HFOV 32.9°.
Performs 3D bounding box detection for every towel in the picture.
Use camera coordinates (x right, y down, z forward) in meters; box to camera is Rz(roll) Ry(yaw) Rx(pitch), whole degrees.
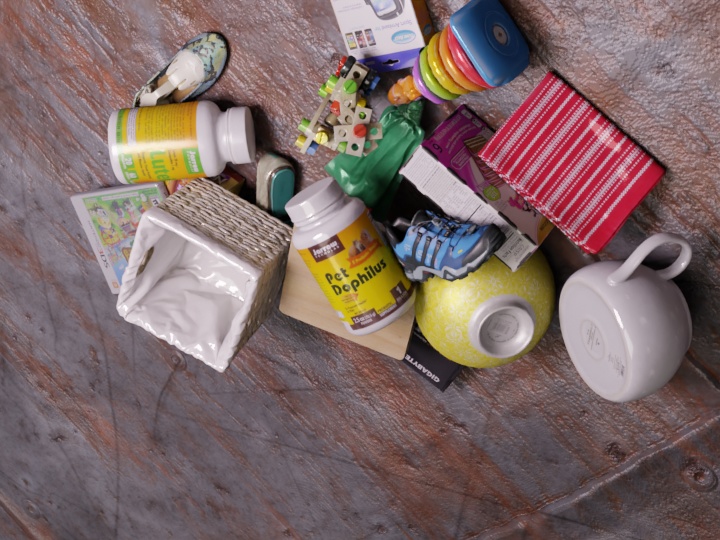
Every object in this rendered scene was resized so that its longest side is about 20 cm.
[{"bbox_3d":[0.268,-0.134,1.541,0.200,0.022,0.145,41,98,2],"label":"towel"}]

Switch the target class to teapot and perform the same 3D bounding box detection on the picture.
[{"bbox_3d":[0.361,0.065,1.579,0.200,0.146,0.198,154,98,-72],"label":"teapot"}]

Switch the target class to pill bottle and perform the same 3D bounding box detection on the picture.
[{"bbox_3d":[-0.017,-0.021,1.621,0.109,0.109,0.200,-19,110,38],"label":"pill bottle"},{"bbox_3d":[-0.259,-0.190,1.785,0.199,0.111,0.111,-5,119,5],"label":"pill bottle"}]

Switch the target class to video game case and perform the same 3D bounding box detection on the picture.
[{"bbox_3d":[-0.360,-0.050,1.956,0.200,0.022,0.182,-5,115,35],"label":"video game case"}]

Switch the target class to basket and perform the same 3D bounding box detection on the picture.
[{"bbox_3d":[-0.224,0.001,1.795,0.200,0.161,0.199,28,125,7],"label":"basket"}]

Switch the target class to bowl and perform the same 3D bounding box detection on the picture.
[{"bbox_3d":[0.180,0.057,1.639,0.199,0.108,0.201,-5,117,-10],"label":"bowl"}]

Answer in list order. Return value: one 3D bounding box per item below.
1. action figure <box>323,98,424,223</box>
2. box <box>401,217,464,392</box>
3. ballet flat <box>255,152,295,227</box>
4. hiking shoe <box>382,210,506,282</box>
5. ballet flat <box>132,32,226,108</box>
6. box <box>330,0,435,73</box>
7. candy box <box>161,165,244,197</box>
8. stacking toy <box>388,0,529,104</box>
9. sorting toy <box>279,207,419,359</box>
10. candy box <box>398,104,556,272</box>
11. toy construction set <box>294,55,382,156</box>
[{"bbox_3d":[0.037,-0.168,1.685,0.118,0.055,0.200,41,136,3],"label":"action figure"},{"bbox_3d":[0.095,0.054,1.797,0.200,0.050,0.199,38,130,6],"label":"box"},{"bbox_3d":[-0.134,-0.089,1.849,0.062,0.067,0.200,42,134,40],"label":"ballet flat"},{"bbox_3d":[0.099,-0.036,1.541,0.087,0.074,0.200,51,149,-16],"label":"hiking shoe"},{"bbox_3d":[-0.271,-0.277,1.798,0.074,0.074,0.200,50,131,-5],"label":"ballet flat"},{"bbox_3d":[0.019,-0.359,1.587,0.119,0.041,0.200,-4,119,33],"label":"box"},{"bbox_3d":[-0.271,-0.098,1.920,0.117,0.056,0.200,37,130,7],"label":"candy box"},{"bbox_3d":[0.107,-0.256,1.552,0.200,0.116,0.110,-26,103,43],"label":"stacking toy"},{"bbox_3d":[0.000,0.000,1.738,0.199,0.070,0.199,21,126,12],"label":"sorting toy"},{"bbox_3d":[0.166,-0.110,1.589,0.200,0.136,0.061,41,133,2],"label":"candy box"},{"bbox_3d":[-0.025,-0.211,1.627,0.092,0.131,0.200,31,178,-19],"label":"toy construction set"}]
